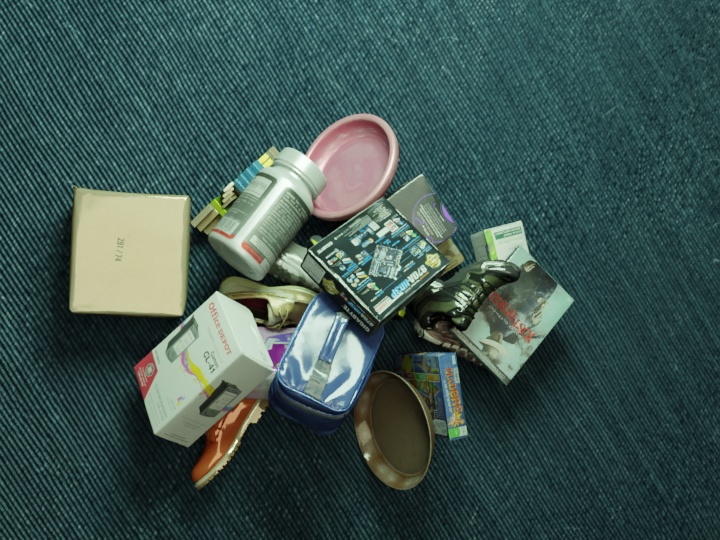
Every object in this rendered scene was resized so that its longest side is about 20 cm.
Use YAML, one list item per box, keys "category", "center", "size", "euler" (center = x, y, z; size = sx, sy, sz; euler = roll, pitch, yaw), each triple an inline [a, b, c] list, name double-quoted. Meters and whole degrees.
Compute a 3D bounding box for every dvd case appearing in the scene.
- category: "dvd case"
  center: [0.267, 0.078, 1.489]
  size: [0.146, 0.022, 0.200]
  euler: [44, 79, -8]

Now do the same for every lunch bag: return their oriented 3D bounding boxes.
- category: "lunch bag"
  center: [-0.048, 0.136, 1.319]
  size: [0.134, 0.133, 0.202]
  euler: [25, 60, -2]

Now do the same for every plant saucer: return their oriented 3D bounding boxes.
- category: "plant saucer"
  center: [-0.016, -0.171, 1.460]
  size: [0.051, 0.199, 0.203]
  euler: [38, 76, -50]
- category: "plant saucer"
  center: [0.062, 0.268, 1.437]
  size: [0.034, 0.199, 0.204]
  euler: [-7, 88, -38]

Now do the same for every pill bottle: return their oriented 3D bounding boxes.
- category: "pill bottle"
  center: [-0.149, -0.095, 1.394]
  size: [0.114, 0.114, 0.201]
  euler: [39, 74, -8]

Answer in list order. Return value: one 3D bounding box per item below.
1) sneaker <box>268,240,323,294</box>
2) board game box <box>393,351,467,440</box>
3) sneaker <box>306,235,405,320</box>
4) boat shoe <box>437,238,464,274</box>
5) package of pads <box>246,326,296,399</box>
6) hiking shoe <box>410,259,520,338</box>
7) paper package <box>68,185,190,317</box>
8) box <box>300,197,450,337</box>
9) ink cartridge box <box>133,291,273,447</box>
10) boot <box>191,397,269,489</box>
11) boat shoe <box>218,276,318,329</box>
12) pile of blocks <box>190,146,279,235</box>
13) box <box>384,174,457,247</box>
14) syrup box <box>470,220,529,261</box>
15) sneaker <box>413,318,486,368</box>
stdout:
- category: "sneaker"
  center: [-0.074, 0.002, 1.472]
  size: [0.199, 0.075, 0.083]
  euler: [35, 62, -17]
- category: "board game box"
  center: [0.115, 0.208, 1.436]
  size: [0.034, 0.200, 0.138]
  euler: [-7, 88, -19]
- category: "sneaker"
  center: [0.000, 0.000, 1.393]
  size: [0.199, 0.074, 0.082]
  euler: [35, 65, -9]
- category: "boat shoe"
  center: [0.105, 0.023, 1.513]
  size: [0.200, 0.071, 0.065]
  euler: [-42, 95, -13]
- category: "package of pads"
  center: [-0.102, 0.159, 1.429]
  size: [0.197, 0.121, 0.076]
  euler: [3, 127, -14]
- category: "hiking shoe"
  center: [0.183, 0.052, 1.436]
  size: [0.198, 0.076, 0.102]
  euler: [-20, 65, 17]
- category: "paper package"
  center: [-0.376, -0.026, 1.390]
  size: [0.187, 0.103, 0.204]
  euler: [3, 85, -13]
- category: "box"
  center: [0.026, -0.011, 1.338]
  size: [0.159, 0.046, 0.199]
  euler: [44, 49, 10]
- category: "ink cartridge box"
  center: [-0.252, 0.156, 1.347]
  size: [0.200, 0.148, 0.085]
  euler: [-43, 138, 12]
- category: "boot"
  center: [-0.241, 0.262, 1.422]
  size: [0.107, 0.075, 0.201]
  euler: [34, 71, -6]
- category: "boat shoe"
  center: [-0.147, 0.067, 1.437]
  size: [0.197, 0.067, 0.075]
  euler: [9, 127, 0]
- category: "pile of blocks"
  center: [-0.198, -0.126, 1.448]
  size: [0.062, 0.082, 0.200]
  euler: [46, 78, -6]
- category: "box"
  center: [0.051, -0.059, 1.488]
  size: [0.199, 0.106, 0.123]
  euler: [-36, 95, -12]
- category: "syrup box"
  center: [0.270, 0.020, 1.546]
  size: [0.078, 0.081, 0.203]
  euler: [-13, 88, -13]
- category: "sneaker"
  center: [0.202, 0.097, 1.512]
  size: [0.198, 0.076, 0.117]
  euler: [23, 104, -10]
